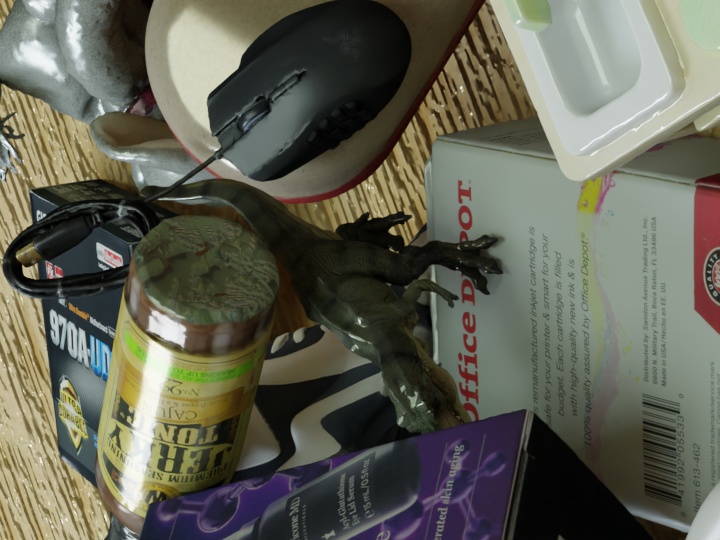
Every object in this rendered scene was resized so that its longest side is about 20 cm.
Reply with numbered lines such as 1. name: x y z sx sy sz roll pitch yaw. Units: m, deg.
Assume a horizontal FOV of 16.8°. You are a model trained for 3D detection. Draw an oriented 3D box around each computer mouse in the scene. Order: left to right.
1. computer mouse: -0.066 -0.049 1.015 0.200 0.034 0.059 -35 77 5

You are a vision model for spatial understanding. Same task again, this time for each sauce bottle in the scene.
1. sauce bottle: -0.079 0.067 1.034 0.065 0.065 0.200 47 143 30

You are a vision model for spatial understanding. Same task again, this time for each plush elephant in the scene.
1. plush elephant: -0.095 -0.102 1.199 0.201 0.154 0.165 -63 3 1

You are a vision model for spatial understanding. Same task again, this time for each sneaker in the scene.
1. sneaker: -0.016 0.042 1.117 0.129 0.079 0.200 14 73 39

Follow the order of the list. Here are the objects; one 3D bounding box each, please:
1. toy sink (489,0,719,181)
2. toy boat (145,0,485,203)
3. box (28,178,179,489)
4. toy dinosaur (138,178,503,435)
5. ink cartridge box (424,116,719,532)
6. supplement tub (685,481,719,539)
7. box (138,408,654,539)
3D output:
1. toy sink: 0.121 -0.110 0.874 0.130 0.199 0.112 -35 75 55
2. toy boat: -0.007 -0.123 1.100 0.130 0.131 0.200 32 89 15
3. box: -0.123 0.043 1.301 0.200 0.046 0.160 -156 58 -65
4. toy dinosaur: 0.000 0.000 1.020 0.200 0.088 0.048 40 132 37
5. ink cartridge box: 0.124 0.020 1.010 0.200 0.083 0.146 15 113 49
6. supplement tub: 0.220 0.106 0.832 0.144 0.200 0.145 19 116 45
7. box: 0.002 0.159 0.950 0.199 0.148 0.104 -17 133 33
